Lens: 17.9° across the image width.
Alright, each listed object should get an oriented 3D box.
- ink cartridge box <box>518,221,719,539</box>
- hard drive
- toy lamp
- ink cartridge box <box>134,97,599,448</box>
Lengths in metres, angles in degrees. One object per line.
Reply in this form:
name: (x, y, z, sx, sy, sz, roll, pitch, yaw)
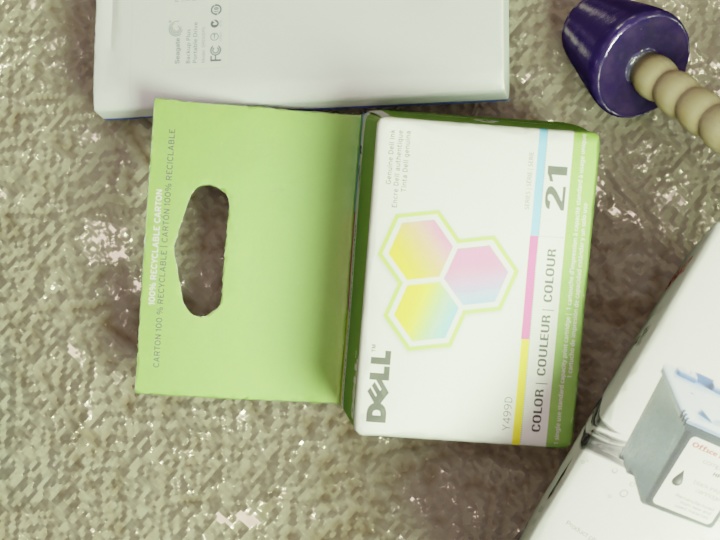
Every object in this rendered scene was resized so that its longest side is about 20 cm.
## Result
ink cartridge box: (0.139, 0.090, 1.034, 0.086, 0.146, 0.201, 29, 85, 6)
hard drive: (-0.028, -0.143, 1.100, 0.199, 0.025, 0.133, -2, 78, 11)
toy lamp: (0.160, -0.072, 1.044, 0.058, 0.058, 0.200, -44, 44, -3)
ink cartridge box: (0.000, 0.000, 1.057, 0.199, 0.076, 0.149, 4, 96, -7)
